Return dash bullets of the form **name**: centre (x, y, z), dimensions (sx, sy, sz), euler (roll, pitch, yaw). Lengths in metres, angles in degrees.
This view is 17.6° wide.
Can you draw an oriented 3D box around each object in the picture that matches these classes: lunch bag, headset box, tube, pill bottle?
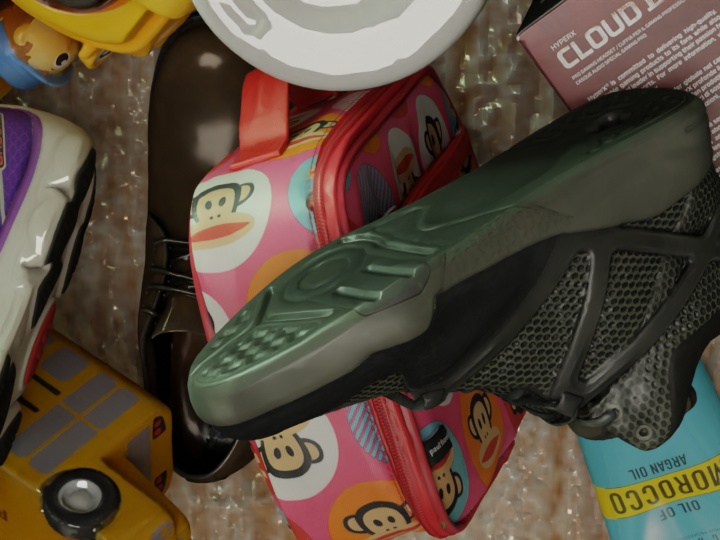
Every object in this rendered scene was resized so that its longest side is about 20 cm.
- **lunch bag**: centre (0.000, 0.000, 0.893), dimensions (0.082, 0.200, 0.176), euler (-15, 104, 18)
- **headset box**: centre (0.139, -0.060, 0.878), dimensions (0.077, 0.149, 0.200), euler (-36, 99, 16)
- **tube**: centre (0.114, 0.048, 0.971), dimensions (0.077, 0.050, 0.200), euler (-17, 108, 21)
- **pill bottle**: centre (0.006, -0.138, 0.849), dimensions (0.111, 0.200, 0.111), euler (3, 106, 9)

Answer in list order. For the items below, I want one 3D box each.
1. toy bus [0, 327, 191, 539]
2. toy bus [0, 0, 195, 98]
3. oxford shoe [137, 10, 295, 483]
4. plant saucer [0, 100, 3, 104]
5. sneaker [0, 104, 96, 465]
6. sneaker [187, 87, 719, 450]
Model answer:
- **toy bus**: centre (-0.146, 0.064, 0.955), dimensions (0.200, 0.078, 0.065), euler (31, 141, 25)
- **toy bus**: centre (-0.165, -0.125, 0.920), dimensions (0.200, 0.136, 0.192), euler (34, 114, -4)
- **oxford shoe**: centre (-0.058, -0.006, 0.961), dimensions (0.073, 0.084, 0.200), euler (0, 105, 11)
- **plant saucer**: centre (-0.238, -0.024, 0.952), dimensions (0.200, 0.201, 0.037), euler (12, 146, 6)
- **sneaker**: centre (-0.165, 0.029, 0.872), dimensions (0.083, 0.081, 0.200), euler (17, 69, 4)
- **sneaker**: centre (0.044, 0.028, 0.771), dimensions (0.199, 0.076, 0.114), euler (-28, 110, -22)
